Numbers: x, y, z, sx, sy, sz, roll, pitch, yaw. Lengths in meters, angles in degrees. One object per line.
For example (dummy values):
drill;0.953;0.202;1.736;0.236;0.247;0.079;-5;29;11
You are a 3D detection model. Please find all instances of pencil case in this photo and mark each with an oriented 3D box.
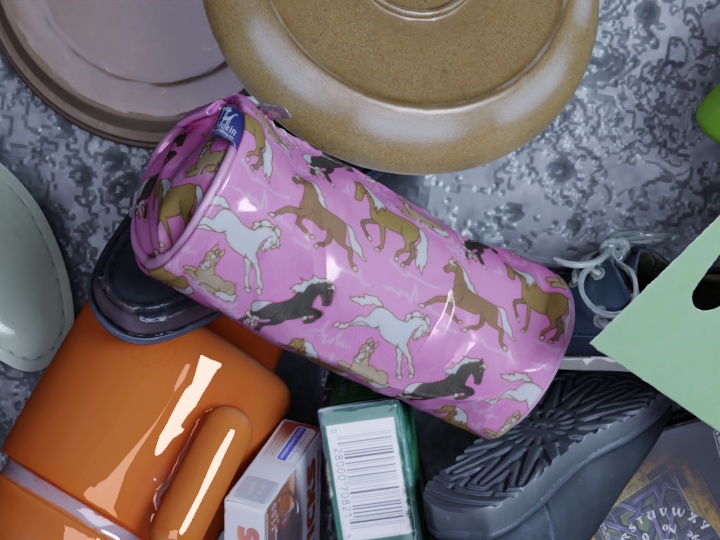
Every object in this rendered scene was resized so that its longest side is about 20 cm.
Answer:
pencil case;0.000;0.000;0.732;0.199;0.083;0.087;29;108;-25

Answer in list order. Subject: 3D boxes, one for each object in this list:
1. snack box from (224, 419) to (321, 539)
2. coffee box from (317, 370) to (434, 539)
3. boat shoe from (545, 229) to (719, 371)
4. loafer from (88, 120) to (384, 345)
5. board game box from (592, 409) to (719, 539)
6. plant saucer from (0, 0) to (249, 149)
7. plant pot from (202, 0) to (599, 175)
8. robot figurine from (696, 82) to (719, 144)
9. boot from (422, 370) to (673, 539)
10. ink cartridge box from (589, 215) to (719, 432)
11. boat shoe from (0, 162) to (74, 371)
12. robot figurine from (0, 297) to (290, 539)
snack box;-0.043;0.177;0.822;0.024;0.072;0.202;11;119;16
coffee box;0.016;0.151;0.824;0.043;0.123;0.203;-9;98;4
boat shoe;0.134;0.016;0.800;0.198;0.075;0.063;13;120;28
loafer;-0.048;-0.045;0.785;0.072;0.063;0.200;42;59;14
board game box;0.162;0.178;0.864;0.134;0.028;0.202;-16;96;6
plant saucer;-0.100;-0.161;0.842;0.197;0.029;0.203;1;97;4
plant pot;0.023;-0.144;0.790;0.197;0.028;0.203;4;72;-12
robot figurine;0.261;-0.058;0.783;0.198;0.116;0.177;29;66;-5
boot;0.103;0.165;0.808;0.065;0.164;0.202;9;119;46
ink cartridge box;0.212;0.036;0.705;0.199;0.048;0.146;31;111;-38
boat shoe;-0.218;-0.035;0.850;0.072;0.060;0.202;-37;99;-32
robot figurine;-0.110;0.087;0.816;0.143;0.117;0.201;25;79;21
